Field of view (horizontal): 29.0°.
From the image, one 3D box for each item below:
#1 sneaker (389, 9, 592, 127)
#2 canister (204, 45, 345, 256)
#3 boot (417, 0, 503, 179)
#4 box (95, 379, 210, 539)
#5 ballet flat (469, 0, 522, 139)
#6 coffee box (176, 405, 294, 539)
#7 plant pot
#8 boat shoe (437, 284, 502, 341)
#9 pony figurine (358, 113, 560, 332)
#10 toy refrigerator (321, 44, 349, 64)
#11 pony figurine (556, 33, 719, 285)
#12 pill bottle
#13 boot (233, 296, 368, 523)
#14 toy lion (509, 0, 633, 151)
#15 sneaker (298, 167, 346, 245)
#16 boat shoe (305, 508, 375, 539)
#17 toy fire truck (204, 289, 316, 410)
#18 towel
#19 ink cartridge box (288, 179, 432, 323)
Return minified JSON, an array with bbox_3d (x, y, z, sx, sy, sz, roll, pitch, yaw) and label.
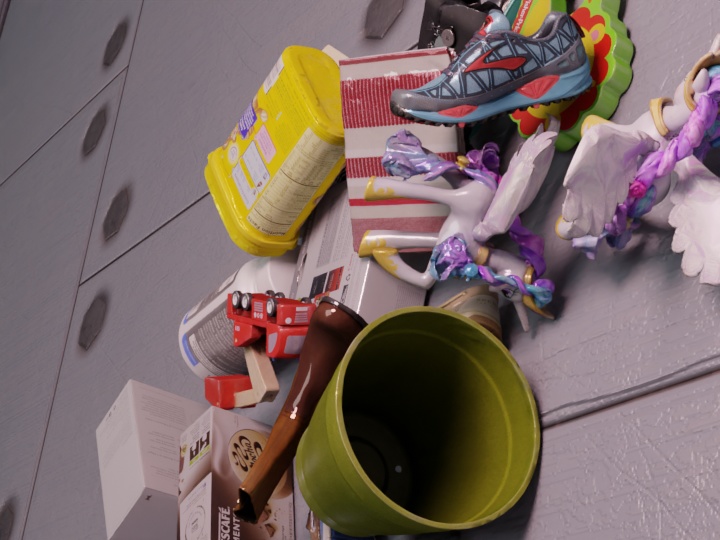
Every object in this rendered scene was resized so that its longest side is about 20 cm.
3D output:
[{"bbox_3d":[0.115,-0.192,1.290,0.079,0.199,0.096,-148,44,-67],"label":"sneaker"},{"bbox_3d":[-0.084,-0.134,1.568,0.200,0.086,0.149,-51,52,38],"label":"canister"},{"bbox_3d":[0.112,-0.167,1.392,0.164,0.065,0.201,31,117,33],"label":"boot"},{"bbox_3d":[-0.249,0.251,1.741,0.098,0.124,0.200,-54,31,23],"label":"box"},{"bbox_3d":[0.124,-0.219,1.504,0.201,0.073,0.073,-60,29,0],"label":"ballet flat"},{"bbox_3d":[-0.140,0.268,1.556,0.080,0.113,0.201,-43,36,37],"label":"coffee box"},{"bbox_3d":[0.031,0.162,1.286,0.193,0.199,0.202,137,145,-55],"label":"plant pot"},{"bbox_3d":[0.066,0.080,1.392,0.200,0.072,0.065,-38,31,39],"label":"boat shoe"},{"bbox_3d":[0.107,-0.057,1.289,0.166,0.199,0.194,-35,-38,-70],"label":"pony figurine"},{"bbox_3d":[0.018,-0.181,1.584,0.070,0.076,0.200,-49,46,-1],"label":"toy refrigerator"},{"bbox_3d":[0.235,-0.080,1.144,0.200,0.166,0.194,142,149,-66],"label":"pony figurine"},{"bbox_3d":[-0.125,0.053,1.684,0.200,0.113,0.114,-36,41,43],"label":"pill bottle"},{"bbox_3d":[-0.070,0.139,1.386,0.200,0.068,0.189,-53,-7,-30],"label":"boot"},{"bbox_3d":[0.202,-0.223,1.389,0.191,0.068,0.201,25,93,54],"label":"toy lion"},{"bbox_3d":[-0.042,-0.114,1.707,0.115,0.075,0.201,-1,64,60],"label":"sneaker"},{"bbox_3d":[-0.025,0.244,1.422,0.072,0.072,0.201,126,156,-43],"label":"boat shoe"},{"bbox_3d":[-0.112,0.094,1.546,0.200,0.048,0.142,9,98,60],"label":"toy fire truck"},{"bbox_3d":[0.044,-0.118,1.396,0.143,0.023,0.202,0,98,36],"label":"towel"},{"bbox_3d":[0.000,0.000,1.540,0.175,0.083,0.201,-17,56,57],"label":"ink cartridge box"}]
